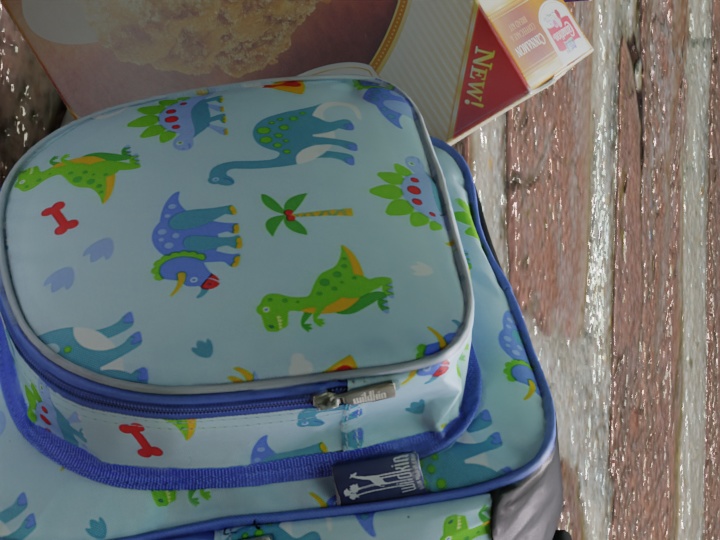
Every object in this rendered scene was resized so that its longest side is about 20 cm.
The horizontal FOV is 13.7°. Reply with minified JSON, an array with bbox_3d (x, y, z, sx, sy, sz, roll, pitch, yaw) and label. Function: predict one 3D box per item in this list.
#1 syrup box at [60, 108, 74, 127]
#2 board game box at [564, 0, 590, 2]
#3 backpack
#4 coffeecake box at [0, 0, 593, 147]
[{"bbox_3d":[-0.061,-0.059,1.169,0.081,0.079,0.200,63,34,-47],"label":"syrup box"},{"bbox_3d":[0.051,-0.163,1.332,0.200,0.165,0.057,-42,128,-61],"label":"board game box"},{"bbox_3d":[-0.049,0.036,0.914,0.183,0.200,0.147,-105,-176,-50],"label":"backpack"},{"bbox_3d":[-0.041,-0.115,1.022,0.200,0.153,0.073,58,27,-2],"label":"coffeecake box"}]
